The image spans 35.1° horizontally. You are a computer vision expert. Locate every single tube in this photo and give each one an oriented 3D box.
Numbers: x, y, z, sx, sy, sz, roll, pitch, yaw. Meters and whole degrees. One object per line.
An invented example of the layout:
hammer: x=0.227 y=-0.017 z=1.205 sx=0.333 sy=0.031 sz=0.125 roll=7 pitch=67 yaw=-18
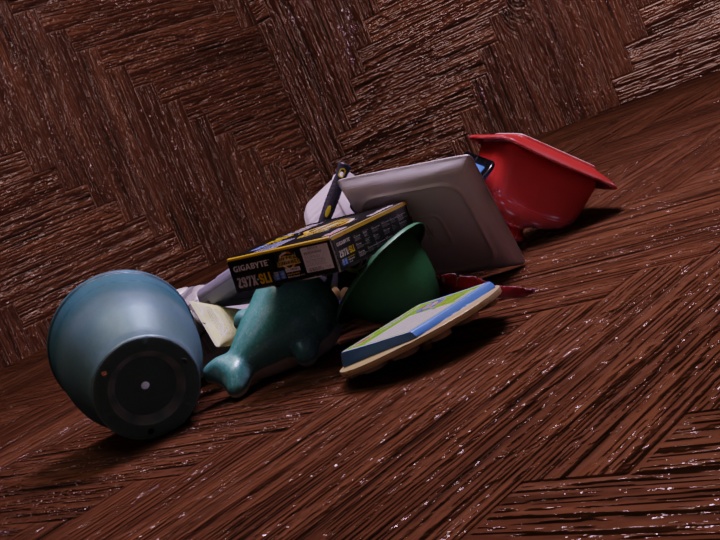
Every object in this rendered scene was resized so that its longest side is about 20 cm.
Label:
tube: x=-0.174 y=0.080 z=1.622 sx=0.058 sy=0.052 sz=0.200 roll=12 pitch=0 yaw=23

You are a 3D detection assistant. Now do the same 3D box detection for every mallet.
mallet: x=-0.064 y=-0.059 z=1.579 sx=0.066 sy=0.201 sz=0.041 roll=13 pitch=-11 yaw=-5

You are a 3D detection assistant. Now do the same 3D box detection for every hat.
hat: x=0.086 y=0.053 z=1.411 sx=0.166 sy=0.176 sz=0.200 roll=-47 pitch=-12 yaw=-11

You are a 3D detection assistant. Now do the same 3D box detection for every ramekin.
ramekin: x=-0.011 y=-0.061 z=1.905 sx=0.094 sy=0.203 sz=0.202 roll=-34 pitch=4 yaw=14

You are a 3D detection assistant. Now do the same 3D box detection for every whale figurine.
whale figurine: x=-0.117 y=0.076 z=1.469 sx=0.200 sy=0.104 sz=0.159 roll=-37 pitch=41 yaw=-26

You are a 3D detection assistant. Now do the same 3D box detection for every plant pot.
plant pot: x=-0.287 y=0.118 z=1.448 sx=0.200 sy=0.201 sz=0.188 roll=-24 pitch=21 yaw=-14

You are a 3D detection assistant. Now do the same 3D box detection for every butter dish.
butter dish: x=0.247 y=-0.113 z=1.698 sx=0.200 sy=0.199 sz=0.148 roll=-145 pitch=78 yaw=-77

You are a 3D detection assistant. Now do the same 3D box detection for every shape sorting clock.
shape sorting clock: x=0.067 y=0.069 z=1.253 sx=0.199 sy=0.039 sz=0.200 roll=-26 pitch=4 yaw=2

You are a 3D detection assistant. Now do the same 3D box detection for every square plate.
square plate: x=0.093 y=-0.057 z=1.509 sx=0.197 sy=0.200 sz=0.029 roll=-9 pitch=42 yaw=29

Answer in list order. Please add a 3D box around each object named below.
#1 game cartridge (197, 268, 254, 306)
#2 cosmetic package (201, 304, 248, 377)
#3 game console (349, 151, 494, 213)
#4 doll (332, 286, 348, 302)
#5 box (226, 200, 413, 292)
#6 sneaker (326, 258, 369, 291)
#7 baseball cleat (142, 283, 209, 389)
game cartridge: x=-0.132 y=0.006 z=1.656 sx=0.133 sy=0.041 sz=0.200 roll=-28 pitch=-11 yaw=26
cosmetic package: x=-0.204 y=0.085 z=1.768 sx=0.101 sy=0.074 sz=0.200 roll=-30 pitch=7 yaw=20
game console: x=0.084 y=-0.121 z=1.654 sx=0.170 sy=0.119 sz=0.200 roll=8 pitch=8 yaw=-8
doll: x=-0.100 y=0.091 z=1.587 sx=0.200 sy=0.049 sz=0.136 roll=-31 pitch=10 yaw=-19
box: x=-0.046 y=-0.031 z=1.426 sx=0.159 sy=0.050 sz=0.200 roll=-13 pitch=8 yaw=33
sneaker: x=0.000 y=0.000 z=1.638 sx=0.072 sy=0.083 sz=0.200 roll=-62 pitch=-2 yaw=-25
baseball cleat: x=-0.256 y=0.099 z=1.619 sx=0.106 sy=0.070 sz=0.201 roll=-18 pitch=48 yaw=31
